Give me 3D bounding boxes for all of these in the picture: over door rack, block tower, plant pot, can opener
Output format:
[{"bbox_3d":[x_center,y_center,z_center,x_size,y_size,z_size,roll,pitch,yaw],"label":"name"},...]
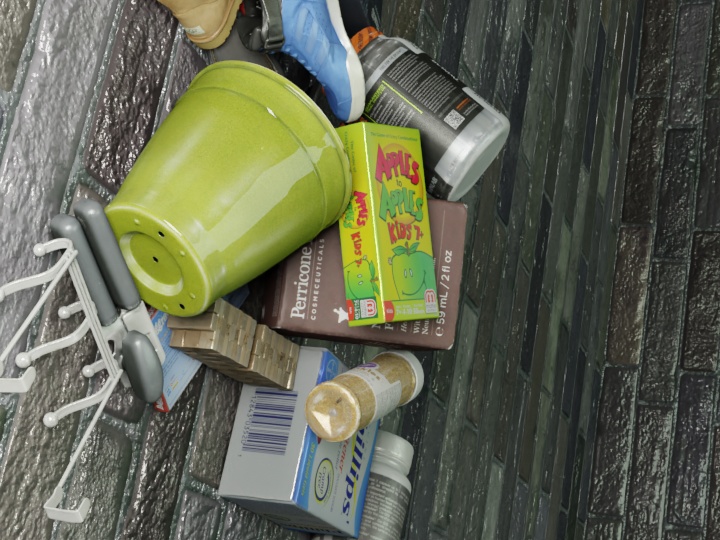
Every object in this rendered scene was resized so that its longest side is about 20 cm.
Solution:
[{"bbox_3d":[-0.259,0.087,0.991,0.200,0.066,0.148,-90,168,-56],"label":"over door rack"},{"bbox_3d":[-0.133,0.079,1.275,0.200,0.057,0.054,39,57,-60],"label":"block tower"},{"bbox_3d":[-0.141,-0.063,1.145,0.193,0.199,0.201,-51,138,-38],"label":"plant pot"},{"bbox_3d":[-0.220,0.028,1.098,0.053,0.066,0.201,-39,126,-31],"label":"can opener"}]

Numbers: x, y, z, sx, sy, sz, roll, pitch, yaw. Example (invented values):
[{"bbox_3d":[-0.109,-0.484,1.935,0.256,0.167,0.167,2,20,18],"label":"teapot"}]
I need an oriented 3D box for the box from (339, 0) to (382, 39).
[{"bbox_3d":[-0.036,-0.382,1.371,0.197,0.117,0.202,46,50,-79],"label":"box"}]

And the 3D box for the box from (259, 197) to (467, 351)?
[{"bbox_3d":[0.000,0.000,1.368,0.164,0.199,0.167,163,-66,-78],"label":"box"}]

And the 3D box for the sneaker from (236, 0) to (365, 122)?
[{"bbox_3d":[-0.068,-0.233,1.240,0.111,0.077,0.201,-25,123,-16],"label":"sneaker"}]

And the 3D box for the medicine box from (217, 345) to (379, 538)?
[{"bbox_3d":[-0.065,0.205,1.430,0.200,0.102,0.183,46,51,-58],"label":"medicine box"}]

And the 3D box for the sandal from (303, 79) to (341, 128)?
[{"bbox_3d":[-0.064,-0.182,1.481,0.075,0.045,0.201,46,65,-52],"label":"sandal"}]

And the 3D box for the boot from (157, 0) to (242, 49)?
[{"bbox_3d":[-0.173,-0.336,1.175,0.200,0.066,0.176,44,52,-59],"label":"boot"}]

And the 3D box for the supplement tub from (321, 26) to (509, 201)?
[{"bbox_3d":[0.060,-0.180,1.366,0.123,0.200,0.123,-48,170,-12],"label":"supplement tub"}]

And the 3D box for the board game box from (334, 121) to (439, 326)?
[{"bbox_3d":[0.025,-0.047,1.241,0.101,0.047,0.202,-2,85,-53],"label":"board game box"}]

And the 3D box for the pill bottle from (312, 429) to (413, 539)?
[{"bbox_3d":[0.004,0.318,1.586,0.113,0.112,0.201,58,42,-53],"label":"pill bottle"}]

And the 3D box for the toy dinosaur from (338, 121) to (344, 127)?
[{"bbox_3d":[0.011,-0.207,1.576,0.181,0.199,0.106,-31,135,-34],"label":"toy dinosaur"}]

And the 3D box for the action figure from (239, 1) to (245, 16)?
[{"bbox_3d":[-0.120,-0.191,1.329,0.065,0.099,0.201,-16,84,-63],"label":"action figure"}]

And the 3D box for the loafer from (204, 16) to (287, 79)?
[{"bbox_3d":[-0.103,-0.184,1.247,0.201,0.073,0.072,59,-5,6],"label":"loafer"}]

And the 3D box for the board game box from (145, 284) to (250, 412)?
[{"bbox_3d":[-0.176,0.043,1.260,0.200,0.019,0.103,-59,146,-48],"label":"board game box"}]

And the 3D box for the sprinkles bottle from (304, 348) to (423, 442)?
[{"bbox_3d":[0.008,0.140,1.378,0.200,0.068,0.069,-18,109,-65],"label":"sprinkles bottle"}]
